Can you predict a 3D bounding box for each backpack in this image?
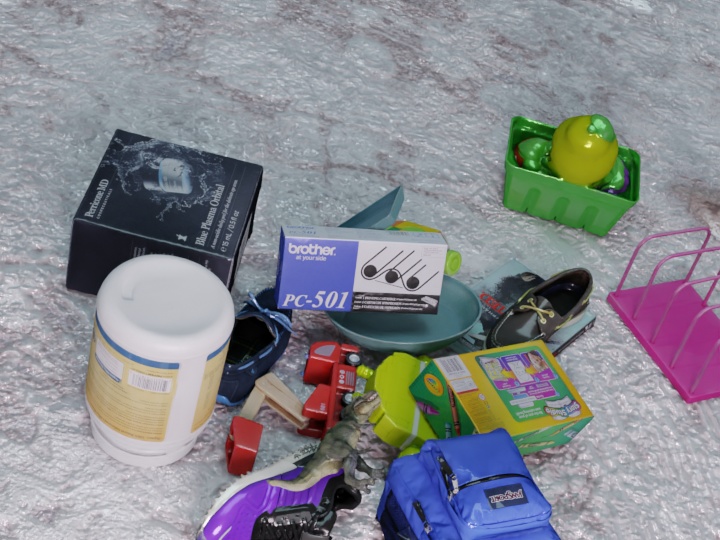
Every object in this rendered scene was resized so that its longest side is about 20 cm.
[{"bbox_3d":[0.120,0.277,1.396,0.162,0.168,0.201,-9,50,-19],"label":"backpack"}]

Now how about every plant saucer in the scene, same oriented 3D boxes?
[{"bbox_3d":[0.051,0.056,1.689,0.199,0.036,0.200,1,27,-1],"label":"plant saucer"},{"bbox_3d":[-0.023,-0.037,1.701,0.019,0.200,0.070,46,35,-18],"label":"plant saucer"}]

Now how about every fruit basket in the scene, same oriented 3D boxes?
[{"bbox_3d":[0.308,-0.164,1.933,0.214,0.216,0.156,16,40,-1],"label":"fruit basket"}]

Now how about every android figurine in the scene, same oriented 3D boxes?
[{"bbox_3d":[0.081,0.169,1.571,0.199,0.041,0.183,24,39,-13],"label":"android figurine"}]

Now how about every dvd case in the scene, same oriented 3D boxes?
[{"bbox_3d":[0.199,0.068,1.770,0.146,0.022,0.200,37,46,22],"label":"dvd case"}]

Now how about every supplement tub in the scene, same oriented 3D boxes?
[{"bbox_3d":[-0.219,0.100,1.450,0.144,0.201,0.145,10,40,-9],"label":"supplement tub"}]

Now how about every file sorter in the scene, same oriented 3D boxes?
[{"bbox_3d":[0.452,0.052,1.795,0.138,0.126,0.200,-9,46,-27],"label":"file sorter"}]

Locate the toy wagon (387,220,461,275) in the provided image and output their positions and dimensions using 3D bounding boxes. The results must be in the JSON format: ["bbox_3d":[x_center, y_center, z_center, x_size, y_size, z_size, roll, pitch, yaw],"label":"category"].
[{"bbox_3d":[0.027,-0.014,1.739,0.155,0.040,0.200,18,28,36],"label":"toy wagon"}]

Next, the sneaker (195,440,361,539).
[{"bbox_3d":[-0.077,0.256,1.423,0.200,0.070,0.099,-25,58,-38],"label":"sneaker"}]

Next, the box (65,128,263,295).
[{"bbox_3d":[-0.240,-0.056,1.685,0.199,0.118,0.197,14,40,-2],"label":"box"}]

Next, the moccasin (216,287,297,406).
[{"bbox_3d":[-0.120,0.079,1.608,0.080,0.068,0.200,18,38,1],"label":"moccasin"}]

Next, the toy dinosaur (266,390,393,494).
[{"bbox_3d":[-0.015,0.201,1.442,0.088,0.048,0.200,29,34,15],"label":"toy dinosaur"}]

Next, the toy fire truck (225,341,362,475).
[{"bbox_3d":[-0.075,0.155,1.554,0.140,0.049,0.201,12,41,-6],"label":"toy fire truck"}]

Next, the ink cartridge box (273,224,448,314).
[{"bbox_3d":[0.000,0.000,1.630,0.199,0.095,0.044,3,22,-12],"label":"ink cartridge box"}]

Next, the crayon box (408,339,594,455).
[{"bbox_3d":[0.166,0.153,1.574,0.199,0.058,0.119,-6,54,-43],"label":"crayon box"}]

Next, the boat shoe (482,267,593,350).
[{"bbox_3d":[0.228,0.055,1.730,0.072,0.061,0.201,37,45,22],"label":"boat shoe"}]
